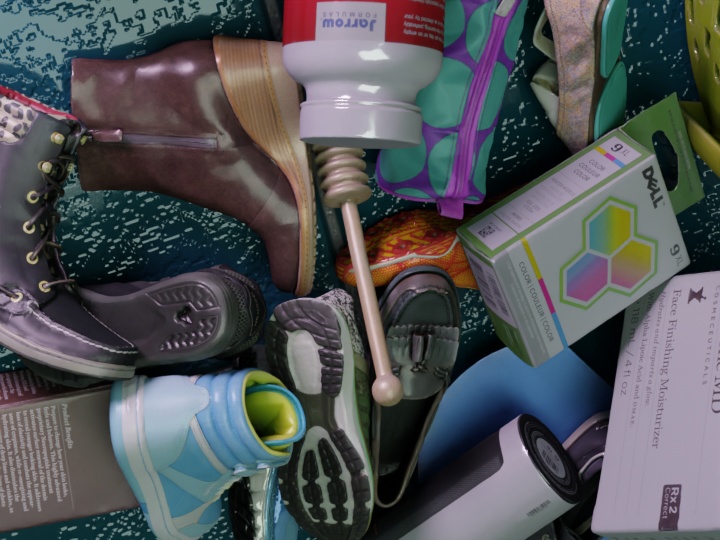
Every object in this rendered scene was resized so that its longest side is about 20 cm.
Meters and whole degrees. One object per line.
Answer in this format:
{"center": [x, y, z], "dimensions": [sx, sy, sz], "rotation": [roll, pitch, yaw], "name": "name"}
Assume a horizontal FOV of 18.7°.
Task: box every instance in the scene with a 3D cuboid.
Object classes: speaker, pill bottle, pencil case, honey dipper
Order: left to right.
{"center": [0.000, 0.000, 1.568], "dimensions": [0.038, 0.038, 0.202], "rotation": [-7, 73, -12], "name": "honey dipper"}
{"center": [0.003, -0.187, 1.495], "dimensions": [0.111, 0.112, 0.202], "rotation": [2, 88, -15], "name": "pill bottle"}
{"center": [0.068, 0.195, 1.659], "dimensions": [0.200, 0.081, 0.081], "rotation": [-36, 115, 21], "name": "speaker"}
{"center": [0.072, -0.146, 1.568], "dimensions": [0.085, 0.092, 0.201], "rotation": [4, 109, -30], "name": "pencil case"}

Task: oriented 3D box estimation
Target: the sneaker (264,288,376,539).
{"center": [-0.013, 0.103, 1.593], "dimensions": [0.076, 0.089, 0.202], "rotation": [6, 113, 25], "name": "sneaker"}

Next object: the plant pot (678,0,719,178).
{"center": [0.344, -0.142, 1.590], "dimensions": [0.198, 0.199, 0.183], "rotation": [4, 113, -16], "name": "plant pot"}

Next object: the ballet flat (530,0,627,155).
{"center": [0.158, -0.149, 1.594], "dimensions": [0.068, 0.067, 0.201], "rotation": [-56, 157, -34], "name": "ballet flat"}

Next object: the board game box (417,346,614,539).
{"center": [0.138, 0.140, 1.715], "dimensions": [0.158, 0.039, 0.200], "rotation": [-45, 111, 10], "name": "board game box"}

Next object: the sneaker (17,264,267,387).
{"center": [-0.150, 0.039, 1.564], "dimensions": [0.198, 0.114, 0.077], "rotation": [-10, 84, 30], "name": "sneaker"}

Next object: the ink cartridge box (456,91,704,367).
{"center": [0.177, -0.030, 1.595], "dimensions": [0.199, 0.059, 0.104], "rotation": [-32, 125, -12], "name": "ink cartridge box"}

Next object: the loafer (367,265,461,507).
{"center": [0.037, 0.090, 1.622], "dimensions": [0.071, 0.063, 0.201], "rotation": [2, 129, -14], "name": "loafer"}

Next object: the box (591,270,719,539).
{"center": [0.292, 0.124, 1.629], "dimensions": [0.199, 0.130, 0.200], "rotation": [25, 67, -39], "name": "box"}

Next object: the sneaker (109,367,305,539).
{"center": [-0.095, 0.135, 1.559], "dimensions": [0.129, 0.080, 0.200], "rotation": [-7, 152, 7], "name": "sneaker"}

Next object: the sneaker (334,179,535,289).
{"center": [0.079, -0.010, 1.629], "dimensions": [0.198, 0.073, 0.078], "rotation": [-11, 117, -9], "name": "sneaker"}

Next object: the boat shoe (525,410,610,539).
{"center": [0.149, 0.198, 1.682], "dimensions": [0.072, 0.063, 0.200], "rotation": [33, 103, -19], "name": "boat shoe"}

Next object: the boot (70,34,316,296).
{"center": [-0.117, -0.069, 1.571], "dimensions": [0.165, 0.072, 0.202], "rotation": [-7, 112, 0], "name": "boot"}

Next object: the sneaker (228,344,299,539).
{"center": [-0.048, 0.154, 1.648], "dimensions": [0.089, 0.078, 0.202], "rotation": [-3, 109, -17], "name": "sneaker"}

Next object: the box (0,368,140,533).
{"center": [-0.262, 0.131, 1.586], "dimensions": [0.198, 0.075, 0.101], "rotation": [-8, 110, -10], "name": "box"}

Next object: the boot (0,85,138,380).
{"center": [-0.218, -0.027, 1.500], "dimensions": [0.203, 0.073, 0.155], "rotation": [28, 98, 21], "name": "boot"}
